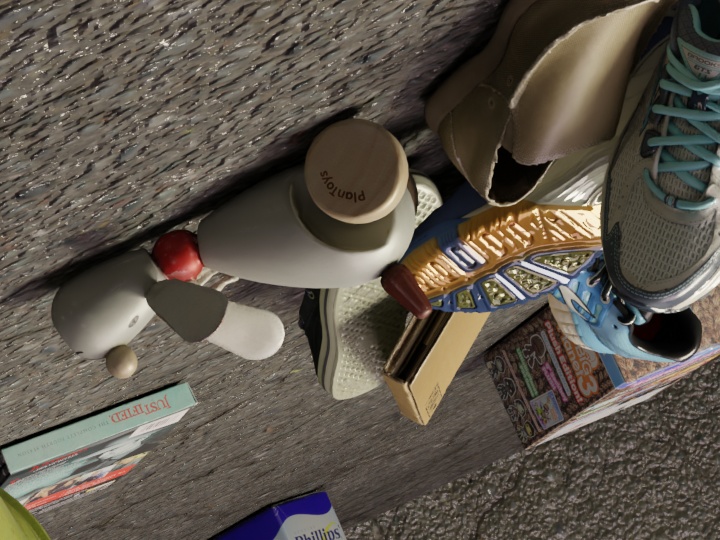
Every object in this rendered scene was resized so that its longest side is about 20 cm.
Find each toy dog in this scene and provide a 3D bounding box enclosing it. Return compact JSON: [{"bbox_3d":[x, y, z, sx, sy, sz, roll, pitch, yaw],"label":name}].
[{"bbox_3d":[-0.044,0.008,1.102,0.199,0.097,0.132,-31,168,26],"label":"toy dog"}]

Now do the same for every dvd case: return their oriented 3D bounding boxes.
[{"bbox_3d":[-0.209,0.139,1.561,0.145,0.022,0.200,-20,169,-29],"label":"dvd case"}]

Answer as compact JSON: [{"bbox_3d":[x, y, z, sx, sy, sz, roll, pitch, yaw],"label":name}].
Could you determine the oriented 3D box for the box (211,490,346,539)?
[{"bbox_3d":[-0.090,0.377,2.492,0.183,0.201,0.105,-32,166,34],"label":"box"}]

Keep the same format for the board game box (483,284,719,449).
[{"bbox_3d":[0.231,0.064,2.006,0.158,0.098,0.200,-19,168,-30],"label":"board game box"}]

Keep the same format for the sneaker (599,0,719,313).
[{"bbox_3d":[0.154,-0.081,1.014,0.202,0.077,0.086,-69,160,-3],"label":"sneaker"}]

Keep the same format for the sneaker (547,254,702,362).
[{"bbox_3d":[0.132,-0.012,1.237,0.200,0.090,0.079,40,79,-44],"label":"sneaker"}]

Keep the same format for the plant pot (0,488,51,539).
[{"bbox_3d":[-0.255,0.165,1.193,0.199,0.201,0.185,-22,158,-15],"label":"plant pot"}]

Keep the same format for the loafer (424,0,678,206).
[{"bbox_3d":[0.096,-0.090,1.029,0.076,0.068,0.200,-20,168,-25],"label":"loafer"}]

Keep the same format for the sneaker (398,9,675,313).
[{"bbox_3d":[0.100,-0.055,1.141,0.199,0.089,0.075,-31,140,16],"label":"sneaker"}]

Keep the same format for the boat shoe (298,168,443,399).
[{"bbox_3d":[0.000,0.000,1.273,0.074,0.063,0.201,-19,153,-19],"label":"boat shoe"}]

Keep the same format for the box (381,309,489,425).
[{"bbox_3d":[0.067,0.009,1.343,0.164,0.021,0.200,-60,171,-7],"label":"box"}]
